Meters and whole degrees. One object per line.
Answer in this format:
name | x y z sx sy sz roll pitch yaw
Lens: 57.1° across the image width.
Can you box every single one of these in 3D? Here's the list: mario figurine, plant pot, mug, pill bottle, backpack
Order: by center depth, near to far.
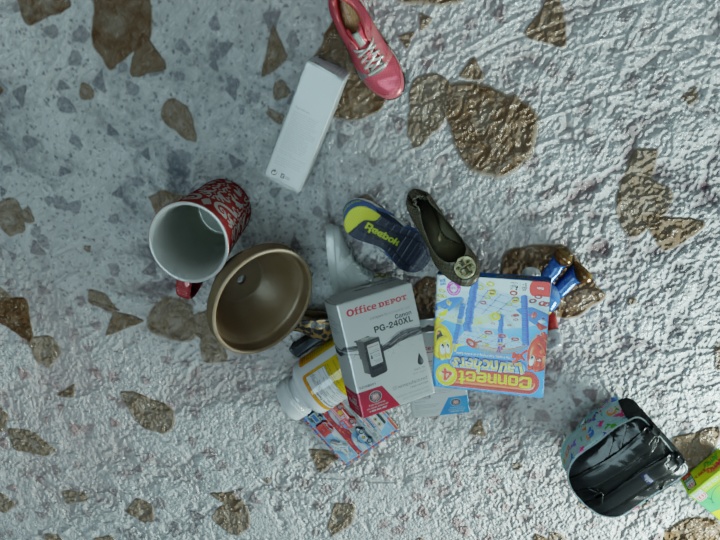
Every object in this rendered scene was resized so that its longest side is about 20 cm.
mug | -0.278 -0.066 1.142 0.133 0.201 0.177 43 110 -11
plant pot | -0.187 0.034 1.147 0.198 0.092 0.205 -24 132 -29
mario figurine | 0.327 0.067 1.181 0.123 0.105 0.202 43 104 25
backpack | 0.482 0.356 1.255 0.177 0.151 0.200 44 102 -9
pill bottle | -0.061 0.199 1.262 0.198 0.111 0.112 -34 105 11

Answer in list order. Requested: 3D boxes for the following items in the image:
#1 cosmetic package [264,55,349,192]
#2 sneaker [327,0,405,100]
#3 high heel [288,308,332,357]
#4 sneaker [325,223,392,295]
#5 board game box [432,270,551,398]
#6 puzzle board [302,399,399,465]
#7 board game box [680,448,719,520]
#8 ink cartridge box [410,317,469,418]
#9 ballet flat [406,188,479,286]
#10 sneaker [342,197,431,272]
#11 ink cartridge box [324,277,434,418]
cosmetic package | -0.088 -0.246 1.109 0.073 0.102 0.203 24 113 -5
sneaker | 0.003 -0.360 1.062 0.073 0.087 0.202 -29 106 17
high heel | -0.137 0.067 1.232 0.199 0.072 0.142 42 126 -18
sneaker | 0.000 0.000 1.214 0.112 0.074 0.204 -8 120 7
board game box | 0.225 0.107 1.149 0.195 0.056 0.202 3 98 14
puzzle board | -0.037 0.296 1.356 0.150 0.017 0.201 -36 104 17
board game box | 0.754 0.458 1.323 0.199 0.048 0.102 38 110 -9
ink cartridge box | 0.140 0.171 1.262 0.113 0.068 0.205 -7 110 7
ballet flat | 0.138 -0.061 1.130 0.066 0.047 0.203 -27 68 -5
sneaker | 0.048 -0.069 1.182 0.198 0.083 0.074 34 103 -29
ink cartridge box | 0.033 0.130 1.151 0.142 0.083 0.205 -16 98 -14
